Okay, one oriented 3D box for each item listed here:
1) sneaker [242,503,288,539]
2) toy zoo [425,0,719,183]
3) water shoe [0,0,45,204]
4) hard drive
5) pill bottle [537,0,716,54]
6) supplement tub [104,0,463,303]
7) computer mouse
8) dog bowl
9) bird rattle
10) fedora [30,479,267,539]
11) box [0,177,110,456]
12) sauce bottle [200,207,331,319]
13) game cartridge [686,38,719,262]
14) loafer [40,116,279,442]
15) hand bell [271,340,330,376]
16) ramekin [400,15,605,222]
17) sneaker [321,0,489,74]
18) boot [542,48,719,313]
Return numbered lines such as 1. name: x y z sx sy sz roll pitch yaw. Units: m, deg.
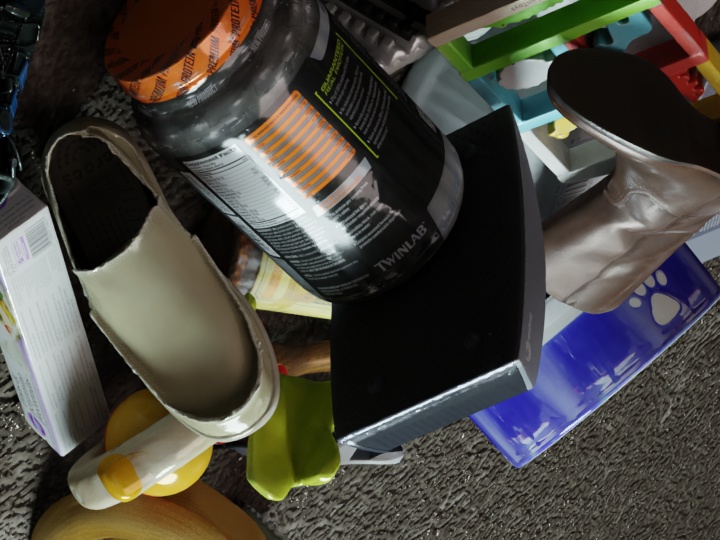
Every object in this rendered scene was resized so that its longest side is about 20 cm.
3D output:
1. sneaker: -0.055 0.243 1.387 0.100 0.200 0.070 -45 124 -4
2. toy zoo: 0.145 -0.113 1.244 0.131 0.021 0.200 -21 141 27
3. water shoe: -0.191 -0.076 1.050 0.071 0.079 0.201 2 117 -52
4. hard drive: 0.046 0.007 1.193 0.135 0.201 0.042 -26 130 26
5. pill bottle: 0.186 -0.225 1.294 0.200 0.114 0.115 -62 153 -31
6. supplement tub: -0.042 -0.082 1.158 0.123 0.122 0.200 -50 126 -7
7. computer mouse: -0.033 0.105 1.399 0.200 0.109 0.044 8 87 -65
8. dog bowl: 0.161 0.049 1.498 0.200 0.079 0.200 -40 175 -4
9. bird rattle: -0.102 0.080 1.219 0.163 0.200 0.113 -32 103 -19
10. fedora: -0.112 0.194 1.317 0.082 0.200 0.201 -60 157 -45
11. box: -0.182 0.028 1.170 0.041 0.039 0.200 -38 147 -21
12. sauce bottle: 0.000 0.000 1.299 0.199 0.066 0.066 6 116 -27
13. game cartridge: 0.272 -0.093 1.633 0.133 0.041 0.201 -23 135 -42
14. loafer: -0.116 0.004 1.109 0.076 0.200 0.068 -37 168 7
15. hand bell: -0.022 0.055 1.381 0.199 0.104 0.105 -6 124 -33
16. ramekin: 0.116 -0.086 1.395 0.200 0.098 0.201 -30 138 -31
17. sneaker: 0.044 -0.160 1.275 0.200 0.075 0.081 -38 151 -22
18. boot: 0.138 -0.045 1.279 0.186 0.064 0.200 22 146 -25
